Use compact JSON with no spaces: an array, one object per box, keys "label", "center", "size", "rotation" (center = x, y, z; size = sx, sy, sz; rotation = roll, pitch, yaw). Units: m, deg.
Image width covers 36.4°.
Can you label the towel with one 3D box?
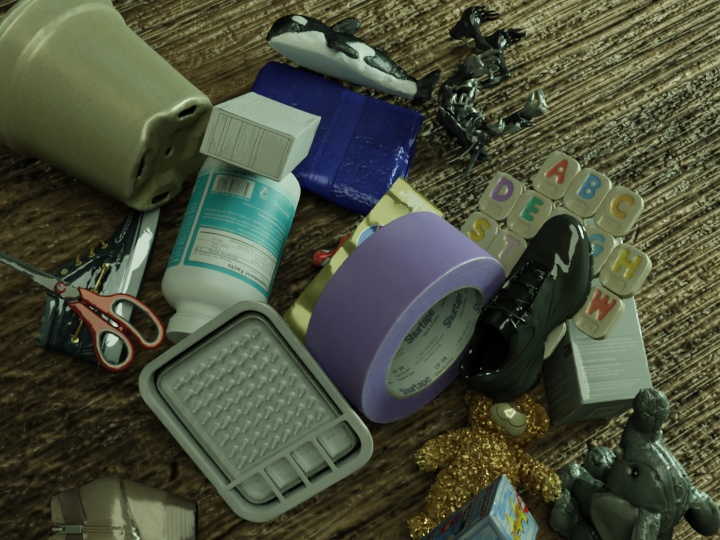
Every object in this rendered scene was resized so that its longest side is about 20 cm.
[{"label":"towel","center":[-0.040,-0.144,1.231],"size":[0.199,0.050,0.148],"rotation":[21,62,0]}]

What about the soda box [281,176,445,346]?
[{"label":"soda box","center":[0.000,0.000,1.137],"size":[0.064,0.068,0.200],"rotation":[41,89,0]}]

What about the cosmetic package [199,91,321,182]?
[{"label":"cosmetic package","center":[-0.096,-0.135,1.090],"size":[0.082,0.200,0.051],"rotation":[22,104,0]}]

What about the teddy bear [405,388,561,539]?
[{"label":"teddy bear","center":[0.124,0.204,1.106],"size":[0.145,0.067,0.200],"rotation":[35,72,30]}]

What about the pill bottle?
[{"label":"pill bottle","center":[-0.138,-0.016,1.135],"size":[0.110,0.111,0.201],"rotation":[17,70,-2]}]

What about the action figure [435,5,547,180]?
[{"label":"action figure","center":[0.143,-0.205,1.241],"size":[0.119,0.102,0.201],"rotation":[32,55,-40]}]

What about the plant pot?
[{"label":"plant pot","center":[-0.255,-0.162,1.105],"size":[0.183,0.201,0.201],"rotation":[34,69,16]}]

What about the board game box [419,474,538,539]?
[{"label":"board game box","center":[0.128,0.295,1.018],"size":[0.200,0.200,0.062],"rotation":[28,34,3]}]

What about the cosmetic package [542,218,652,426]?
[{"label":"cosmetic package","center":[0.239,0.053,1.167],"size":[0.090,0.107,0.201],"rotation":[-7,70,-10]}]

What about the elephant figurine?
[{"label":"elephant figurine","center":[0.272,0.223,1.056],"size":[0.155,0.200,0.142],"rotation":[31,66,-3]}]

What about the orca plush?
[{"label":"orca plush","center":[-0.004,-0.256,1.237],"size":[0.199,0.105,0.071],"rotation":[15,80,-4]}]

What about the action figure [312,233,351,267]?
[{"label":"action figure","center":[0.046,-0.021,1.198],"size":[0.199,0.052,0.066],"rotation":[-7,75,-8]}]

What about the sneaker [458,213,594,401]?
[{"label":"sneaker","center":[0.162,0.037,1.074],"size":[0.076,0.091,0.201],"rotation":[27,95,35]}]

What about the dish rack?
[{"label":"dish rack","center":[-0.099,0.133,1.067],"size":[0.171,0.044,0.200],"rotation":[-33,102,20]}]

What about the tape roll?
[{"label":"tape roll","center":[0.046,0.047,1.082],"size":[0.200,0.200,0.085],"rotation":[-40,59,-19]}]

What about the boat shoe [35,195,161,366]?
[{"label":"boat shoe","center":[-0.267,-0.004,1.132],"size":[0.091,0.071,0.201],"rotation":[15,71,-7]}]

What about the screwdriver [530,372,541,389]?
[{"label":"screwdriver","center":[0.110,0.064,1.188],"size":[0.200,0.028,0.029],"rotation":[37,99,7]}]

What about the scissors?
[{"label":"scissors","center":[-0.283,0.019,1.089],"size":[0.200,0.014,0.073],"rotation":[43,81,2]}]

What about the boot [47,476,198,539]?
[{"label":"boot","center":[-0.229,0.298,1.041],"size":[0.146,0.070,0.201],"rotation":[-1,70,-2]}]

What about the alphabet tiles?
[{"label":"alphabet tiles","center":[0.193,-0.017,1.129],"size":[0.200,0.015,0.196],"rotation":[35,94,31]}]
